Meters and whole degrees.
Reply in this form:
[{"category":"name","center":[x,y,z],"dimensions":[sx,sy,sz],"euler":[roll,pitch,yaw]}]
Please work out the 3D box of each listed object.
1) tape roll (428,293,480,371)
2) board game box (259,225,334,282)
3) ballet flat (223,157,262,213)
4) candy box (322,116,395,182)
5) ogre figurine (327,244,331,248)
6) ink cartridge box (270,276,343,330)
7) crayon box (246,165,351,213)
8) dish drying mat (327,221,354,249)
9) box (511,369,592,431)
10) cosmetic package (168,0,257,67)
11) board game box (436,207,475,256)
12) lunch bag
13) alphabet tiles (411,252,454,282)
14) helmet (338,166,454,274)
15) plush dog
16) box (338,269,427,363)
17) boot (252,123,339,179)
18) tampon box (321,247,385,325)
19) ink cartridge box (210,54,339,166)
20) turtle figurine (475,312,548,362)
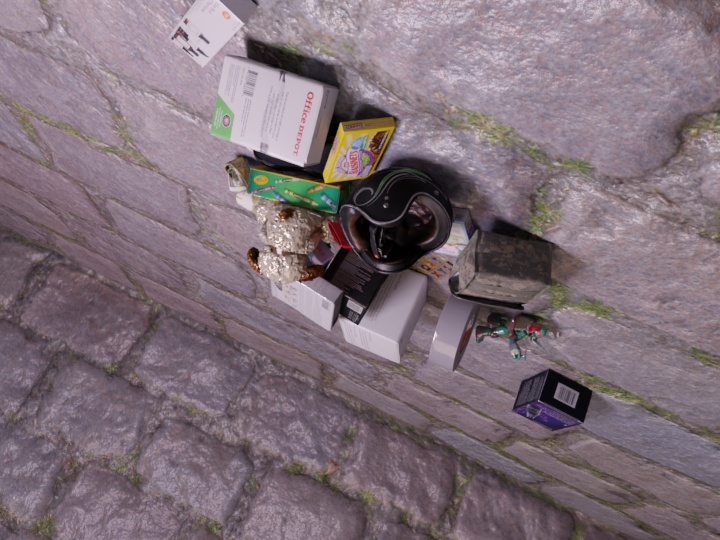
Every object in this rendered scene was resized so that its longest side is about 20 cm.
[{"category":"tape roll","center":[0.237,0.147,1.612],"dimensions":[0.066,0.201,0.201],"euler":[20,157,18]},{"category":"board game box","center":[-0.156,-0.067,1.537],"dimensions":[0.201,0.041,0.200],"euler":[52,155,6]},{"category":"ballet flat","center":[-0.267,-0.187,1.500],"dimensions":[0.201,0.070,0.071],"euler":[59,176,33]},{"category":"candy box","center":[-0.007,-0.227,1.236],"dimensions":[0.101,0.027,0.200],"euler":[-8,163,-15]},{"category":"ogre figurine","center":[-0.142,-0.117,1.618],"dimensions":[0.120,0.098,0.201],"euler":[31,148,40]},{"category":"ink cartridge box","center":[-0.128,0.053,1.511],"dimensions":[0.173,0.044,0.200],"euler":[32,158,8]},{"category":"crayon box","center":[-0.129,-0.178,1.389],"dimensions":[0.198,0.059,0.119],"euler":[13,-164,8]},{"category":"dish drying mat","center":[0.025,-0.063,1.365],"dimensions":[0.199,0.077,0.018],"euler":[6,130,-36]},{"category":"box","center":[0.558,0.384,1.893],"dimensions":[0.147,0.105,0.200],"euler":[26,157,1]},{"category":"cosmetic package","center":[-0.261,-0.430,1.121],"dimensions":[0.082,0.051,0.199],"euler":[37,156,-24]},{"category":"board game box","center":[0.150,-0.091,1.403],"dimensions":[0.199,0.034,0.135],"euler":[12,152,29]},{"category":"lunch bag","center":[0.283,0.013,1.344],"dimensions":[0.162,0.119,0.200],"euler":[11,157,-5]},{"category":"alphabet tiles","center":[0.152,-0.038,1.564],"dimensions":[0.166,0.008,0.200],"euler":[32,158,-9]},{"category":"helmet","center":[0.077,-0.108,1.260],"dimensions":[0.200,0.190,0.201],"euler":[44,154,27]},{"category":"plush dog","center":[-0.153,-0.054,1.372],"dimensions":[0.198,0.173,0.161],"euler":[13,-166,5]},{"category":"box","center":[0.065,0.104,1.712],"dimensions":[0.170,0.200,0.200],"euler":[21,160,14]},{"category":"boot","center":[-0.129,-0.263,1.296],"dimensions":[0.198,0.077,0.168],"euler":[17,160,6]},{"category":"tampon box","center":[0.000,0.000,1.549],"dimensions":[0.126,0.201,0.150],"euler":[31,159,5]},{"category":"ink cartridge box","center":[-0.155,-0.288,1.167],"dimensions":[0.199,0.147,0.084],"euler":[22,-161,13]},{"category":"turtle figurine","center":[0.393,0.156,1.604],"dimensions":[0.199,0.102,0.149],"euler":[7,-168,42]}]
